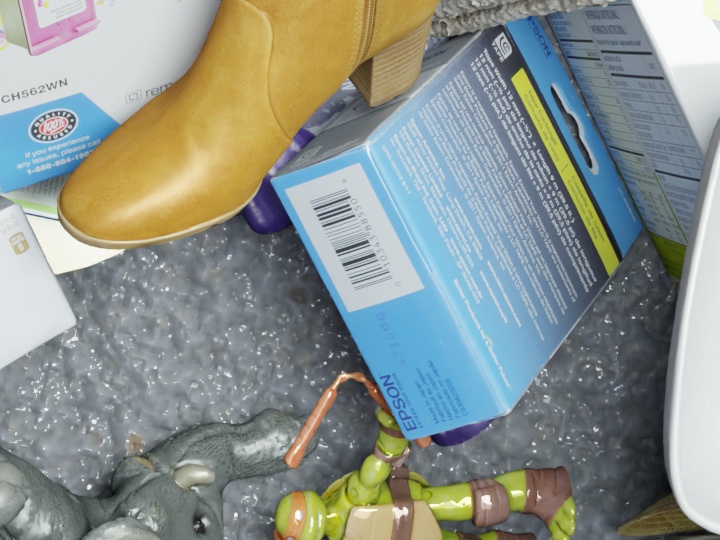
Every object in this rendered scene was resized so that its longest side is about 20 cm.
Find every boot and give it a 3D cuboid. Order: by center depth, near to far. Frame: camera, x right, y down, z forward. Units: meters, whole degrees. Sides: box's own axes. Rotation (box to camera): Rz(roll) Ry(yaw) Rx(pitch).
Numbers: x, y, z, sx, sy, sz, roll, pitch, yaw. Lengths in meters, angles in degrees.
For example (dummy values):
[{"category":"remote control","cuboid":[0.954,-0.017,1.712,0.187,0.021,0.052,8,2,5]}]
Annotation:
[{"category":"boot","cuboid":[-0.048,-0.103,0.904,0.200,0.144,0.071,-30,59,-21]}]

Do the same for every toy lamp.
[{"category":"toy lamp","cuboid":[0.000,0.000,1.058,0.058,0.058,0.200,-41,116,-1]}]

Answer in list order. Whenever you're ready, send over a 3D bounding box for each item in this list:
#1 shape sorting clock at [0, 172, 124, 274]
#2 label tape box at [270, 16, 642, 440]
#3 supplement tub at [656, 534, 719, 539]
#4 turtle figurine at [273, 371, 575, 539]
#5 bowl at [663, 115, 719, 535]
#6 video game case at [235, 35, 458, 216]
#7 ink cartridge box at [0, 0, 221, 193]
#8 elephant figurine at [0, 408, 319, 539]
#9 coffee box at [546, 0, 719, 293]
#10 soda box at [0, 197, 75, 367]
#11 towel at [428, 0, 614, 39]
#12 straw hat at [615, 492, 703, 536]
[{"category":"shape sorting clock","cuboid":[-0.166,-0.098,1.062,0.198,0.039,0.202,-1,94,-17]},{"category":"label tape box","cuboid":[0.054,-0.031,1.044,0.066,0.200,0.144,-20,106,33]},{"category":"supplement tub","cuboid":[0.182,0.212,1.048,0.143,0.200,0.146,-1,96,-6]},{"category":"turtle figurine","cuboid":[0.019,0.137,1.084,0.160,0.064,0.201,7,115,-18]},{"category":"bowl","cuboid":[0.223,0.018,0.898,0.198,0.075,0.202,7,97,-7]},{"category":"video game case","cuboid":[-0.038,-0.107,1.070,0.199,0.019,0.144,-14,97,-14]},{"category":"ink cartridge box","cuboid":[-0.122,-0.150,0.938,0.144,0.085,0.201,-19,135,-14]},{"category":"elephant figurine","cuboid":[-0.130,0.142,1.054,0.199,0.142,0.156,19,123,-23]},{"category":"coffee box","cuboid":[0.228,-0.096,1.023,0.199,0.200,0.199,-28,98,-3]},{"category":"soda box","cuboid":[-0.237,0.040,0.985,0.199,0.064,0.068,-31,113,-17]},{"category":"towel","cuboid":[0.089,-0.176,0.992,0.034,0.200,0.133,30,79,-19]},{"category":"straw hat","cuboid":[0.217,0.072,1.062,0.199,0.201,0.086,-9,78,-5]}]
